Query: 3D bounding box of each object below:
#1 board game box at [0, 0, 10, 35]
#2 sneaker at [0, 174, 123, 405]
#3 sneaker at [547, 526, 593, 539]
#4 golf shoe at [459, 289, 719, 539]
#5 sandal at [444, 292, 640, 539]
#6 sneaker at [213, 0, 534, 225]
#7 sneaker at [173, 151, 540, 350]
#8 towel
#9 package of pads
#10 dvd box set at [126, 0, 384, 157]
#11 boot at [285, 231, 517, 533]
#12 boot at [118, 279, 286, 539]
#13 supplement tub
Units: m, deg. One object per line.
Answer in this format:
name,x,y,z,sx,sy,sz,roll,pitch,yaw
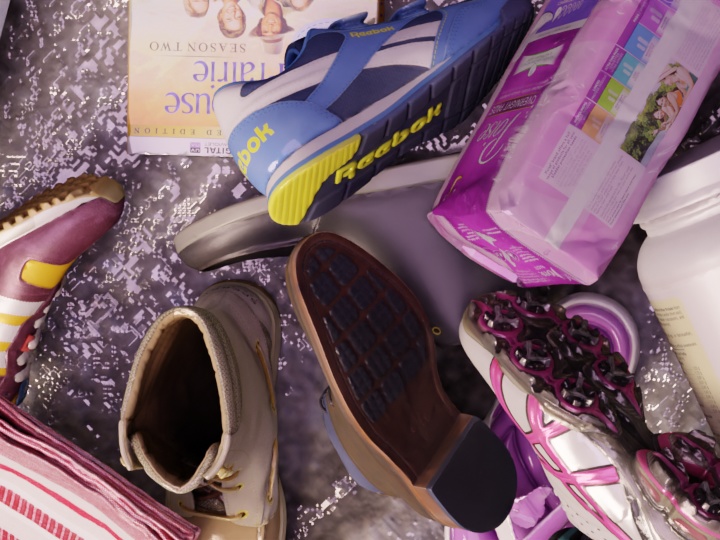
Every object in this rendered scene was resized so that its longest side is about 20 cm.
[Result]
board game box,-0.292,-0.116,1.108,0.199,0.041,0.201,22,100,31
sneaker,-0.201,0.025,1.134,0.200,0.075,0.090,-33,98,17
sneaker,0.104,0.185,1.091,0.200,0.071,0.080,-28,122,-7
golf shoe,0.117,0.095,1.036,0.200,0.073,0.092,45,130,22
sandal,0.096,0.109,1.116,0.082,0.050,0.203,17,100,7
sneaker,0.009,-0.106,1.059,0.200,0.074,0.082,-33,66,-28
sneaker,0.000,0.000,1.104,0.199,0.075,0.107,-12,92,8
towel,-0.170,0.149,1.102,0.144,0.200,0.023,33,57,4
package of pads,0.121,-0.091,1.027,0.076,0.120,0.200,33,79,-14
dvd box set,-0.058,-0.162,1.117,0.146,0.029,0.201,3,96,7
boot,-0.003,0.063,1.074,0.075,0.097,0.200,-47,118,-29
boot,-0.086,0.110,1.087,0.072,0.155,0.201,3,95,7
supplement tub,0.233,0.021,1.041,0.145,0.145,0.200,-25,93,10
